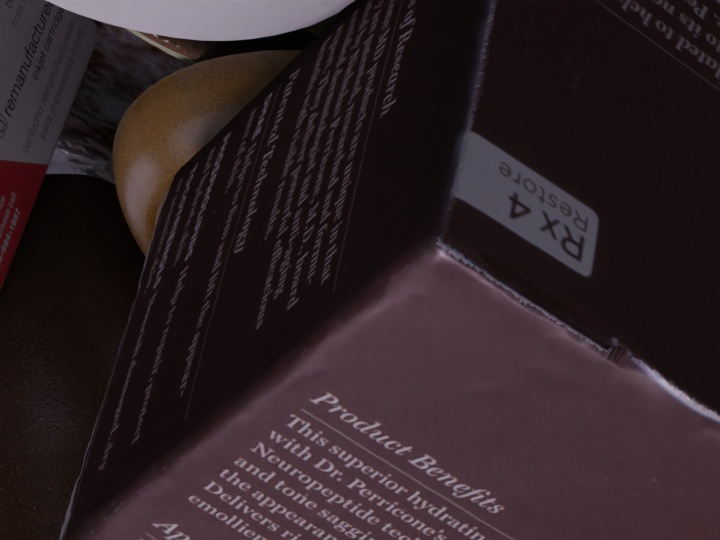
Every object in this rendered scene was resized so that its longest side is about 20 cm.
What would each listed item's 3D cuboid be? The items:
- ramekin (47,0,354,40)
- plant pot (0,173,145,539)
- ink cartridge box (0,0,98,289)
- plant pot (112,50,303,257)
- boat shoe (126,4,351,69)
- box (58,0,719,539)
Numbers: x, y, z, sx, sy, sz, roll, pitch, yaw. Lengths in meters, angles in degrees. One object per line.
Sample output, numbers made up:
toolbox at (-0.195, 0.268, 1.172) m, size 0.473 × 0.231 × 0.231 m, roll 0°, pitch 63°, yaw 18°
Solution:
ramekin at (-0.062, -0.157, 0.648) m, size 0.199 × 0.098 × 0.201 m, roll 14°, pitch 152°, yaw 8°
plant pot at (-0.116, 0.071, 0.877) m, size 0.185 × 0.201 × 0.187 m, roll -14°, pitch 158°, yaw -6°
ink cartridge box at (-0.199, -0.090, 0.801) m, size 0.083 × 0.145 × 0.200 m, roll -2°, pitch 147°, yaw 31°
plant pot at (0.001, -0.006, 0.802) m, size 0.198 × 0.028 × 0.201 m, roll 12°, pitch 149°, yaw 7°
boat shoe at (-0.011, -0.080, 0.808) m, size 0.199 × 0.072 × 0.076 m, roll 31°, pitch 175°, yaw -22°
box at (0.040, 0.021, 0.656) m, size 0.165 × 0.165 × 0.200 m, roll 32°, pitch 134°, yaw -20°
